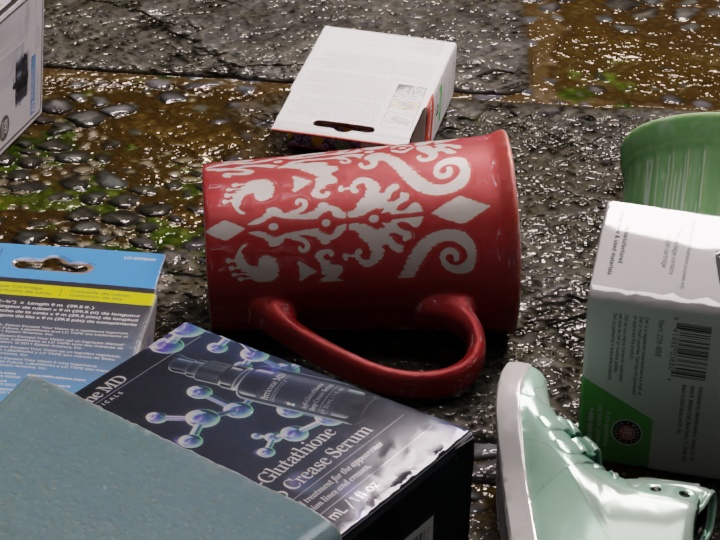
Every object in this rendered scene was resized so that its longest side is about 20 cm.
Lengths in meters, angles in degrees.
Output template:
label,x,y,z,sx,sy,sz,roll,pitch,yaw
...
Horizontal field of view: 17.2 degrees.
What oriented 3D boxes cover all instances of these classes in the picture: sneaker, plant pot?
label,x,y,z,sx,sy,sz,roll,pitch,yaw
sneaker,0.136,0.124,1.340,0.118,0.074,0.201,-5,38,0
plant pot,-0.138,0.203,1.059,0.195,0.197,0.200,23,42,32

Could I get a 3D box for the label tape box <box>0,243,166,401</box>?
label,x,y,z,sx,sy,sz,roll,pitch,yaw
label tape box,-0.202,0.058,1.446,0.143,0.064,0.200,4,28,4

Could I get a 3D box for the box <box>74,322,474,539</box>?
label,x,y,z,sx,sy,sz,roll,pitch,yaw
box,-0.061,0.129,1.281,0.199,0.108,0.148,19,32,29

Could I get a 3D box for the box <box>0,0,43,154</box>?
label,x,y,z,sx,sy,sz,roll,pitch,yaw
box,-0.296,-0.131,1.742,0.060,0.117,0.200,12,28,12

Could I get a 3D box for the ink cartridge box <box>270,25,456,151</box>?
label,x,y,z,sx,sy,sz,roll,pitch,yaw
ink cartridge box,0.004,-0.123,1.823,0.108,0.051,0.200,8,29,9

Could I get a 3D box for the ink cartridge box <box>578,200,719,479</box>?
label,x,y,z,sx,sy,sz,roll,pitch,yaw
ink cartridge box,0.233,0.050,1.401,0.199,0.146,0.084,9,45,9

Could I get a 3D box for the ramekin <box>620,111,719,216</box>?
label,x,y,z,sx,sy,sz,roll,pitch,yaw
ramekin,0.256,-0.019,1.507,0.199,0.098,0.200,10,-15,3

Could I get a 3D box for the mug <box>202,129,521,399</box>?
label,x,y,z,sx,sy,sz,roll,pitch,yaw
mug,0.000,-0.012,1.532,0.199,0.134,0.178,-2,26,-2
